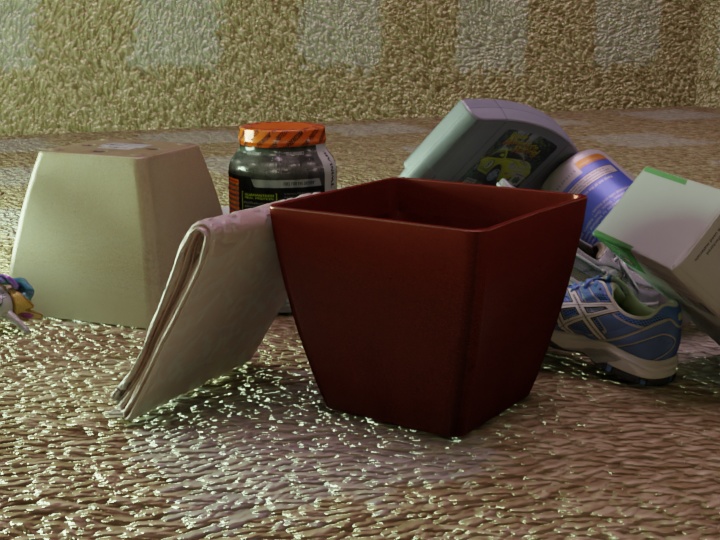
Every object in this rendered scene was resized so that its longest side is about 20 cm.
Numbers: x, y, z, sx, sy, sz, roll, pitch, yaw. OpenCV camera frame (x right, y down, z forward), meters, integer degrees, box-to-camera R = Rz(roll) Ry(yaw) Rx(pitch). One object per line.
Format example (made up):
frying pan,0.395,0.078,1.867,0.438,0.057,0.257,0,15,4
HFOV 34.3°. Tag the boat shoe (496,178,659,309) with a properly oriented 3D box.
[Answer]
boat shoe,0.212,-0.020,1.157,0.201,0.065,0.074,27,16,1

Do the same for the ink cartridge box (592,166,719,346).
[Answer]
ink cartridge box,0.328,0.008,1.041,0.200,0.088,0.145,40,0,-21

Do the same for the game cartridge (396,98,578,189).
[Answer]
game cartridge,0.145,-0.119,1.251,0.199,0.133,0.041,9,40,-46

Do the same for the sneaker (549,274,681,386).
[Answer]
sneaker,0.207,0.035,1.085,0.199,0.078,0.076,21,21,23

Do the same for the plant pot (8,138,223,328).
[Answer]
plant pot,-0.269,-0.053,1.320,0.198,0.178,0.200,5,15,20

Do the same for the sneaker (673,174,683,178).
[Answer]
sneaker,0.376,-0.063,1.491,0.199,0.122,0.083,10,17,38

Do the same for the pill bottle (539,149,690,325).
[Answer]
pill bottle,0.289,-0.031,1.259,0.112,0.113,0.200,-10,45,-37

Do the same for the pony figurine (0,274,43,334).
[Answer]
pony figurine,-0.447,0.002,1.207,0.199,0.167,0.193,-5,46,-34

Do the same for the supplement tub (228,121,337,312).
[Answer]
supplement tub,-0.086,-0.062,1.305,0.122,0.202,0.123,1,13,0

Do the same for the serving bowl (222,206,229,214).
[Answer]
serving bowl,-0.161,-0.045,1.536,0.198,0.066,0.200,0,14,0

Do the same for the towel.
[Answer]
towel,-0.115,0.023,0.996,0.032,0.192,0.200,36,24,15

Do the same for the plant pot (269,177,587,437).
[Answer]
plant pot,0.060,0.027,0.979,0.199,0.178,0.199,8,15,33
